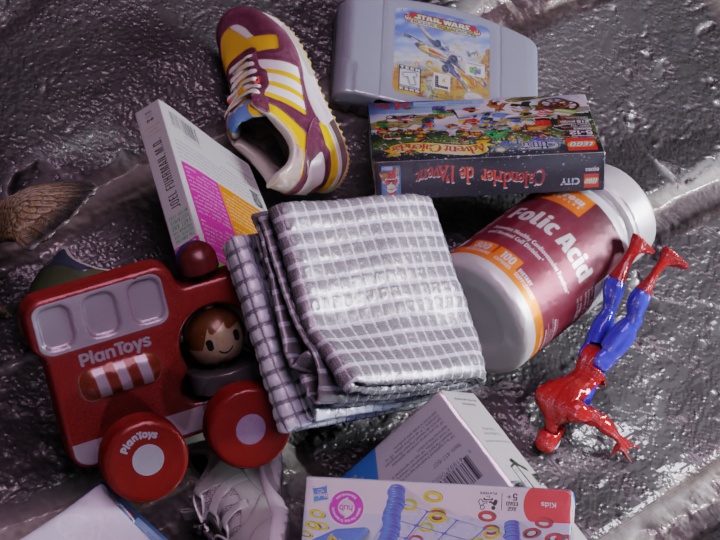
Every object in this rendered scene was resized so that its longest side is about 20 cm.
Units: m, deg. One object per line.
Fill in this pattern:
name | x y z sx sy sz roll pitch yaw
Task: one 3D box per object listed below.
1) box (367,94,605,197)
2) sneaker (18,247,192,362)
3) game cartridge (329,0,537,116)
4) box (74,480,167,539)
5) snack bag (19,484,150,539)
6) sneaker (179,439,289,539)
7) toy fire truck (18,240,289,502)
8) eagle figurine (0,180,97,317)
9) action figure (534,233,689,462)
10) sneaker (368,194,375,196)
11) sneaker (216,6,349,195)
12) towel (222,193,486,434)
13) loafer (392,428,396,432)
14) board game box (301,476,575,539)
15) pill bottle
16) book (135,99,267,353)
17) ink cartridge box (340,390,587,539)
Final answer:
box | 0.108 -0.110 1.928 0.200 0.038 0.137 -3 26 -1
sneaker | -0.172 0.038 1.775 0.200 0.067 0.090 19 46 -11
game cartridge | 0.071 -0.189 2.045 0.200 0.042 0.133 11 57 -12
box | -0.169 0.268 1.623 0.200 0.038 0.137 40 52 10
snack bag | -0.190 0.259 1.554 0.189 0.021 0.200 43 46 17
sneaker | -0.097 0.198 1.679 0.082 0.075 0.200 -2 31 -5
toy fire truck | -0.146 0.069 1.663 0.200 0.168 0.112 -17 20 -14
eagle figurine | -0.299 -0.030 1.692 0.151 0.200 0.152 43 53 13
action figure | 0.219 0.080 1.872 0.065 0.099 0.200 27 81 48
sneaker | 0.000 0.000 1.825 0.114 0.075 0.200 38 35 -42
sneaker | -0.087 -0.154 1.925 0.090 0.075 0.200 -4 55 -48
towel | 0.002 0.027 1.680 0.200 0.086 0.166 -5 74 -49
loafer | 0.114 0.184 1.771 0.200 0.076 0.067 43 59 12
board game box | 0.052 0.254 1.582 0.200 0.056 0.196 2 72 6
pill bottle | 0.161 -0.007 1.898 0.114 0.114 0.200 44 54 13
book | -0.116 -0.034 1.804 0.134 0.048 0.200 37 27 -49
ink cartridge box | 0.082 0.215 1.687 0.200 0.146 0.084 53 15 17
